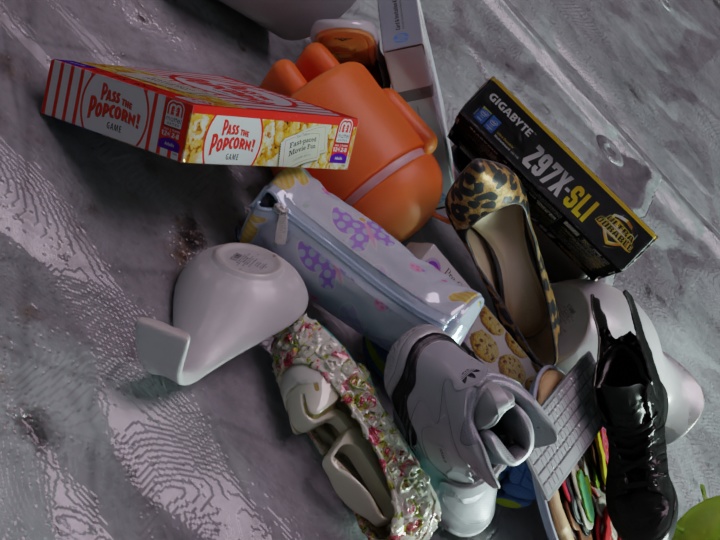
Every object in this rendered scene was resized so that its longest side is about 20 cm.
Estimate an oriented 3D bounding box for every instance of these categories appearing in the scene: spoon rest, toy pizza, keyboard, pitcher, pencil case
[{"bbox_3d":[-0.106,0.031,1.104,0.099,0.061,0.200,21,24,13],"label":"spoon rest"},{"bbox_3d":[0.189,0.176,1.287,0.200,0.032,0.200,48,35,-49],"label":"toy pizza"},{"bbox_3d":[0.170,0.123,1.237,0.056,0.011,0.200,59,30,-2],"label":"keyboard"},{"bbox_3d":[0.221,0.071,1.457,0.200,0.121,0.172,32,12,-45],"label":"pitcher"},{"bbox_3d":[0.000,0.000,1.199,0.200,0.091,0.083,36,72,10],"label":"pencil case"}]

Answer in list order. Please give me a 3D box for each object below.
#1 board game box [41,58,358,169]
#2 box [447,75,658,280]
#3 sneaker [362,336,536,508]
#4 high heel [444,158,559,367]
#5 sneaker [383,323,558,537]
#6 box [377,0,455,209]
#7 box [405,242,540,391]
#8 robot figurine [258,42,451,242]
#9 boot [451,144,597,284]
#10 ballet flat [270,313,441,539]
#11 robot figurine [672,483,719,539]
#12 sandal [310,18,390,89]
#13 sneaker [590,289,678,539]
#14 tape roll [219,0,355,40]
[{"bbox_3d":[-0.122,-0.120,1.186,0.151,0.046,0.200,21,13,33],"label":"board game box"},{"bbox_3d":[0.167,-0.078,1.367,0.200,0.049,0.160,45,-1,3],"label":"box"},{"bbox_3d":[0.086,0.108,1.262,0.200,0.071,0.083,51,36,8],"label":"sneaker"},{"bbox_3d":[0.132,-0.005,1.296,0.200,0.071,0.143,68,-3,-63],"label":"high heel"},{"bbox_3d":[0.086,0.139,1.126,0.115,0.075,0.200,29,-35,46],"label":"sneaker"},{"bbox_3d":[0.054,-0.182,1.463,0.156,0.041,0.200,-94,170,-45],"label":"box"},{"bbox_3d":[0.099,0.058,1.317,0.041,0.039,0.200,-49,116,-19],"label":"box"},{"bbox_3d":[-0.009,-0.099,1.325,0.200,0.117,0.144,52,19,6],"label":"robot figurine"},{"bbox_3d":[0.158,-0.056,1.517,0.097,0.075,0.200,26,21,-44],"label":"boot"},{"bbox_3d":[-0.013,0.119,1.123,0.064,0.076,0.200,-25,74,-49],"label":"ballet flat"},{"bbox_3d":[0.356,0.288,1.372,0.200,0.116,0.175,51,37,4],"label":"robot figurine"},{"bbox_3d":[-0.016,-0.179,1.410,0.207,0.079,0.059,57,36,-80],"label":"sandal"},{"bbox_3d":[0.221,0.125,1.257,0.104,0.060,0.200,54,34,-49],"label":"sneaker"},{"bbox_3d":[-0.076,-0.333,1.410,0.139,0.203,0.203,27,37,-33],"label":"tape roll"}]
